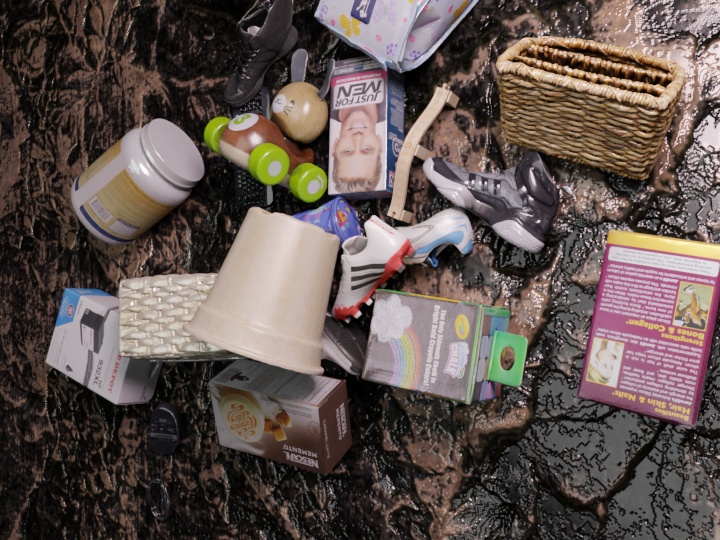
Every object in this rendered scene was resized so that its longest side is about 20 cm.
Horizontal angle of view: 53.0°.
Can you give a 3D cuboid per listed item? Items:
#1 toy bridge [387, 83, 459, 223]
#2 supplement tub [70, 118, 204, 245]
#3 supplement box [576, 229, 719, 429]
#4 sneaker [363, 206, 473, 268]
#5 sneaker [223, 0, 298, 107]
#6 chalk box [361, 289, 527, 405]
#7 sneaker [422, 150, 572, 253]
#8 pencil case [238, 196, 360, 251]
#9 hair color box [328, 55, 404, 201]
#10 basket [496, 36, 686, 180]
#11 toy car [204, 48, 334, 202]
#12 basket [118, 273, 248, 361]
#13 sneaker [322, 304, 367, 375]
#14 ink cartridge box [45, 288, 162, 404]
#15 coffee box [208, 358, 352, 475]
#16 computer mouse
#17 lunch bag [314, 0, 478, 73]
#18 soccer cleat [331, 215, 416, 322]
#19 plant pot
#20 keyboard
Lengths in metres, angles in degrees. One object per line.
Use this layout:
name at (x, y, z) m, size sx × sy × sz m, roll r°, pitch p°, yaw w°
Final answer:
toy bridge at (0.082, -0.168, 1.023) m, size 0.027 × 0.067 × 0.202 m, roll 25°, pitch 98°, yaw 28°
supplement tub at (-0.378, -0.151, 1.232) m, size 0.199 × 0.144 × 0.146 m, roll -32°, pitch 71°, yaw 23°
supplement box at (0.342, 0.064, 0.837) m, size 0.130 × 0.103 × 0.203 m, roll 12°, pitch 90°, yaw 29°
sneaker at (0.065, -0.031, 1.020) m, size 0.198 × 0.072 × 0.073 m, roll -16°, pitch 85°, yaw 30°
sneaker at (-0.171, -0.361, 1.151) m, size 0.200 × 0.104 × 0.060 m, roll -47°, pitch 65°, yaw 9°
chalk box at (0.122, 0.101, 0.946) m, size 0.198 × 0.123 × 0.126 m, roll 9°, pitch 89°, yaw 28°
sneaker at (0.184, -0.119, 0.961) m, size 0.200 × 0.075 × 0.114 m, roll 39°, pitch 103°, yaw 20°
pencil case at (-0.095, -0.055, 1.106) m, size 0.198 × 0.087 × 0.079 m, roll -12°, pitch 122°, yaw 28°
hair color box at (0.009, -0.210, 1.071) m, size 0.099 × 0.060 × 0.203 m, roll -2°, pitch 85°, yaw 29°
basket at (0.275, -0.223, 0.853) m, size 0.198 × 0.149 × 0.144 m, roll 21°, pitch 70°, yaw 23°
toy car at (-0.109, -0.231, 1.070) m, size 0.164 × 0.157 × 0.202 m, roll 34°, pitch 99°, yaw 42°
basket at (-0.272, 0.075, 1.138) m, size 0.197 × 0.123 × 0.137 m, roll -4°, pitch 84°, yaw 13°
sneaker at (-0.069, 0.113, 1.088) m, size 0.200 × 0.075 × 0.116 m, roll 43°, pitch 115°, yaw 33°
ink cartridge box at (-0.448, 0.131, 1.278) m, size 0.198 × 0.083 × 0.147 m, roll 20°, pitch 95°, yaw 29°
coffee box at (-0.118, 0.213, 1.072) m, size 0.198 × 0.080 × 0.116 m, roll 8°, pitch 115°, yaw 29°
computer mouse at (-0.333, 0.324, 1.233) m, size 0.058 × 0.034 × 0.203 m, roll 6°, pitch 93°, yaw 12°
lunch bag at (0.053, -0.392, 1.007) m, size 0.169 × 0.127 × 0.200 m, roll 40°, pitch 88°, yaw 26°
soccer cleat at (0.000, 0.000, 1.003) m, size 0.085 × 0.069 × 0.200 m, roll 43°, pitch 139°, yaw 1°
plant pot at (-0.116, 0.022, 0.979) m, size 0.199 × 0.200 × 0.186 m, roll 17°, pitch 86°, yaw 29°
keyboard at (-0.197, -0.202, 1.196) m, size 0.103 × 0.040 × 0.203 m, roll -8°, pitch 81°, yaw 27°
